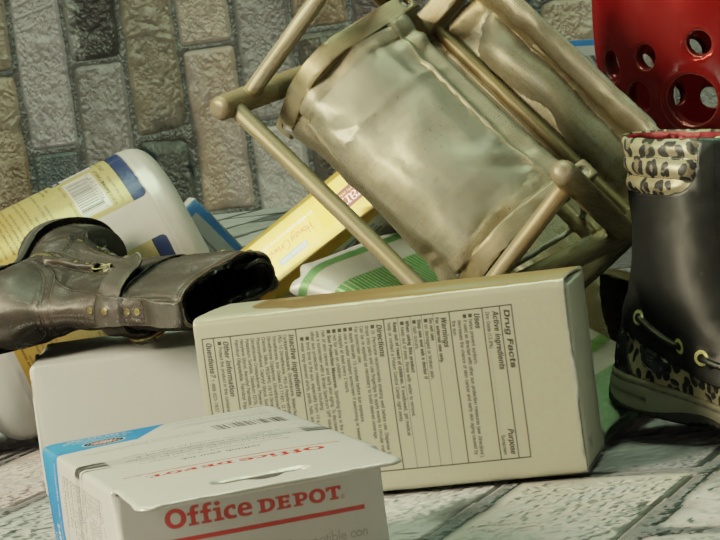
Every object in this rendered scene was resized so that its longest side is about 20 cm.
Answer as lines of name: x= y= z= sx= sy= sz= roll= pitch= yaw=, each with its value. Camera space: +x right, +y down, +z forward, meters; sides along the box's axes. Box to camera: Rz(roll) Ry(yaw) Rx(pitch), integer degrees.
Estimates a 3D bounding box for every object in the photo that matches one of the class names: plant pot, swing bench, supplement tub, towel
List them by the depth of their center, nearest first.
towel: x=0.072 y=0.036 z=1.361 sx=0.200 sy=0.023 sz=0.153 roll=27 pitch=17 yaw=17
swing bench: x=0.060 y=-0.080 z=1.374 sx=0.130 sy=0.199 sz=0.200 roll=-52 pitch=-19 yaw=22
plant pot: x=0.254 y=-0.108 z=1.563 sx=0.200 sy=0.183 sz=0.200 roll=-2 pitch=5 yaw=0
supplement tub: x=-0.201 y=0.023 z=1.567 sx=0.200 sy=0.145 sz=0.144 roll=-27 pitch=9 yaw=-11

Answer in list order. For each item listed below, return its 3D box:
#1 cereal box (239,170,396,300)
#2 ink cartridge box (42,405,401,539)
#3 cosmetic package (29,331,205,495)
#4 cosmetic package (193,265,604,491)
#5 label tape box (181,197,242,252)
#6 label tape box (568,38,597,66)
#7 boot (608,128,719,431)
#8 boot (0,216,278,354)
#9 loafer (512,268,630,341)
cereal box: x=0.000 y=0.000 z=1.526 sx=0.144 sy=0.040 sz=0.200 roll=-39 pitch=-24 yaw=14
ink cartridge box: x=-0.059 y=0.109 z=1.021 sx=0.116 sy=0.068 sz=0.200 roll=-10 pitch=5 yaw=-17
cosmetic package: x=-0.088 y=0.073 z=1.394 sx=0.200 sy=0.081 sz=0.113 roll=-9 pitch=5 yaw=0
cosmetic package: x=0.021 y=0.060 z=1.246 sx=0.200 sy=0.105 sz=0.071 roll=-5 pitch=6 yaw=13
label tape box: x=-0.174 y=0.016 z=1.758 sx=0.144 sy=0.063 sz=0.200 roll=-47 pitch=15 yaw=-10
label tape box: x=0.107 y=-0.071 z=1.694 sx=0.144 sy=0.063 sz=0.200 roll=-6 pitch=-39 yaw=-31
boot: x=0.210 y=0.006 z=1.226 sx=0.073 sy=0.154 sz=0.203 roll=-10 pitch=11 yaw=-43
boot: x=-0.128 y=0.011 z=1.387 sx=0.174 sy=0.069 sz=0.200 roll=-4 pitch=14 yaw=22
loafer: x=0.129 y=0.028 z=1.573 sx=0.200 sy=0.076 sz=0.067 roll=-13 pitch=1 yaw=-41
